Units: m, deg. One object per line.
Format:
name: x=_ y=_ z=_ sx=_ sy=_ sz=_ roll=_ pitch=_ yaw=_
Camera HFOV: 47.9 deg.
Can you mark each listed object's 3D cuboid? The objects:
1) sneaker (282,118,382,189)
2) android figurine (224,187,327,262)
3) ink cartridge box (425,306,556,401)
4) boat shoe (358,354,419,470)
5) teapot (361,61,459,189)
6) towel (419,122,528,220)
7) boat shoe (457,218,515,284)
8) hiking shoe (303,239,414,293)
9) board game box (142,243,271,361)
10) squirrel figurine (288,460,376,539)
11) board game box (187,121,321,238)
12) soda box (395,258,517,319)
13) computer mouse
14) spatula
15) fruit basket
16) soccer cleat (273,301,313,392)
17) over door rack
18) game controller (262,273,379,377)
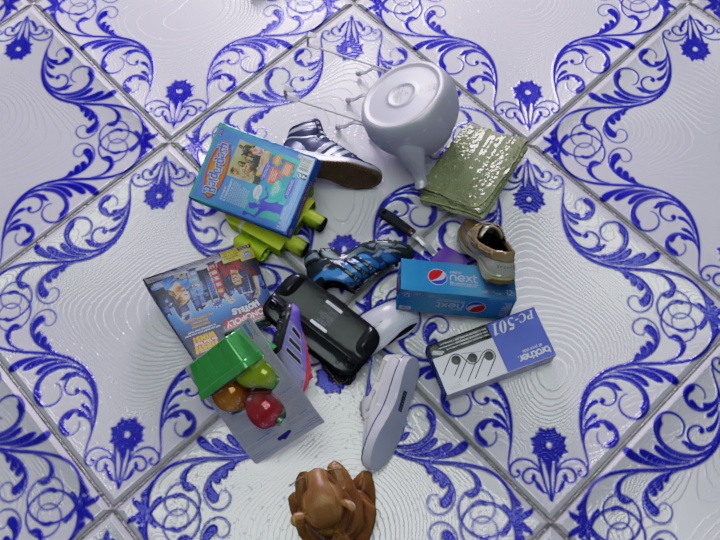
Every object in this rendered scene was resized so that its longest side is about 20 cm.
sneaker: x=-0.052 y=-0.224 z=1.545 sx=0.200 sy=0.070 sz=0.109 roll=11 pitch=53 yaw=-4
android figurine: x=-0.168 y=-0.106 z=1.512 sx=0.200 sy=0.041 sz=0.182 roll=27 pitch=70 yaw=13
ink cartridge box: x=0.220 y=0.141 z=1.380 sx=0.200 sy=0.044 sz=0.094 roll=-19 pitch=68 yaw=-6
boat shoe: x=0.033 y=0.230 z=1.344 sx=0.070 sy=0.071 sz=0.200 roll=6 pitch=67 yaw=35
teapot: x=0.106 y=-0.285 z=1.526 sx=0.200 sy=0.146 sz=0.197 roll=-44 pitch=47 yaw=-3
towel: x=0.212 y=-0.187 z=1.521 sx=0.148 sy=0.037 sz=0.200 roll=23 pitch=68 yaw=27
boat shoe: x=0.224 y=-0.048 z=1.407 sx=0.074 sy=0.066 sz=0.200 roll=0 pitch=29 yaw=-16
hiking shoe: x=0.000 y=0.000 z=1.447 sx=0.200 sy=0.074 sz=0.087 roll=-9 pitch=73 yaw=9
board game box: x=-0.253 y=0.078 z=1.420 sx=0.200 sy=0.062 sz=0.200 roll=-19 pitch=70 yaw=-10
squirrel figurine: x=-0.040 y=0.383 z=1.204 sx=0.141 sy=0.187 sz=0.200 roll=-9 pitch=66 yaw=-2
board game box: x=-0.191 y=-0.164 z=1.471 sx=0.200 sy=0.045 sz=0.152 roll=22 pitch=86 yaw=10
soda box: x=0.164 y=0.033 z=1.402 sx=0.200 sy=0.064 sz=0.068 roll=6 pitch=53 yaw=-4
computer mouse: x=0.013 y=0.108 z=1.405 sx=0.200 sy=0.044 sz=0.110 roll=-34 pitch=68 yaw=-12
spatula: x=0.109 y=-0.055 z=1.487 sx=0.200 sy=0.021 sz=0.057 roll=40 pitch=75 yaw=19
fruit basket: x=-0.169 y=0.193 z=1.297 sx=0.200 sy=0.185 sz=0.094 roll=50 pitch=35 yaw=-3
soccer cleat: x=-0.110 y=0.147 z=1.338 sx=0.073 sy=0.068 sz=0.200 roll=6 pitch=107 yaw=-6
over door rack: x=-0.041 y=-0.359 z=1.598 sx=0.200 sy=0.067 sz=0.148 roll=23 pitch=67 yaw=-10
game controller: x=-0.066 y=0.090 z=1.376 sx=0.200 sy=0.042 sz=0.104 roll=37 pitch=63 yaw=9
